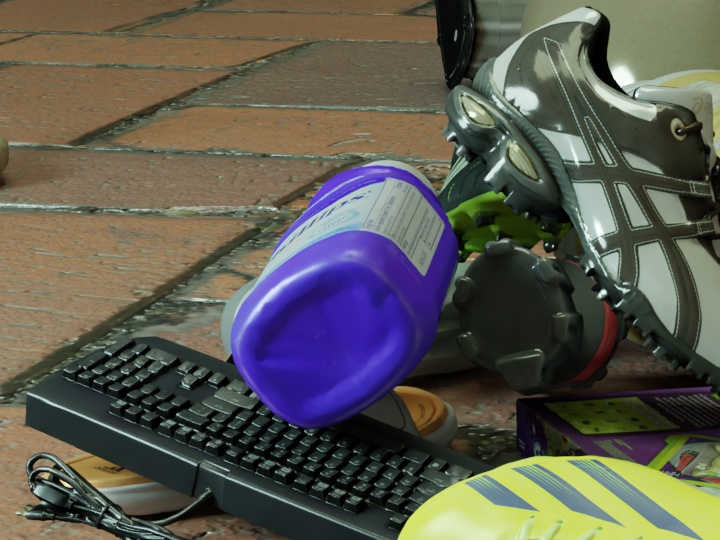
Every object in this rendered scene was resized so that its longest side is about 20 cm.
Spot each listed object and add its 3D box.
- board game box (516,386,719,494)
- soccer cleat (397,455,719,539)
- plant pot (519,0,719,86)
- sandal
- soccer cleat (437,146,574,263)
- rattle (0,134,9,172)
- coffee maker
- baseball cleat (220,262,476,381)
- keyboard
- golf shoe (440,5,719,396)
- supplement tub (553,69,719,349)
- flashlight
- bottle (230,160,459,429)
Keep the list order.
[{"bbox_3d":[0.151,0.084,1.084,0.120,0.032,0.200,-7,13,-14],"label":"board game box"},{"bbox_3d":[0.099,0.104,0.894,0.200,0.065,0.084,5,15,23],"label":"soccer cleat"},{"bbox_3d":[0.196,-0.093,1.637,0.200,0.200,0.135,1,48,5],"label":"plant pot"},{"bbox_3d":[-0.042,0.059,1.134,0.206,0.059,0.079,-10,15,-39],"label":"sandal"},{"bbox_3d":[0.068,-0.046,1.304,0.067,0.081,0.200,7,-5,-4],"label":"soccer cleat"},{"bbox_3d":[-0.309,-0.118,1.842,0.130,0.143,0.200,21,9,9],"label":"rattle"},{"bbox_3d":[0.172,-0.256,2.351,0.200,0.192,0.135,-1,-5,-11],"label":"coffee maker"},{"bbox_3d":[-0.012,0.029,1.297,0.106,0.070,0.200,2,0,43],"label":"baseball cleat"},{"bbox_3d":[-0.052,0.078,1.044,0.200,0.021,0.127,18,37,32],"label":"keyboard"},{"bbox_3d":[0.128,-0.026,1.121,0.200,0.094,0.078,47,7,9],"label":"golf shoe"},{"bbox_3d":[0.187,-0.020,1.299,0.145,0.146,0.200,-5,13,-22],"label":"supplement tub"},{"bbox_3d":[0.078,0.018,1.188,0.068,0.068,0.200,32,0,13],"label":"flashlight"},{"bbox_3d":[0.000,0.000,1.115,0.084,0.065,0.200,-37,9,17],"label":"bottle"}]
